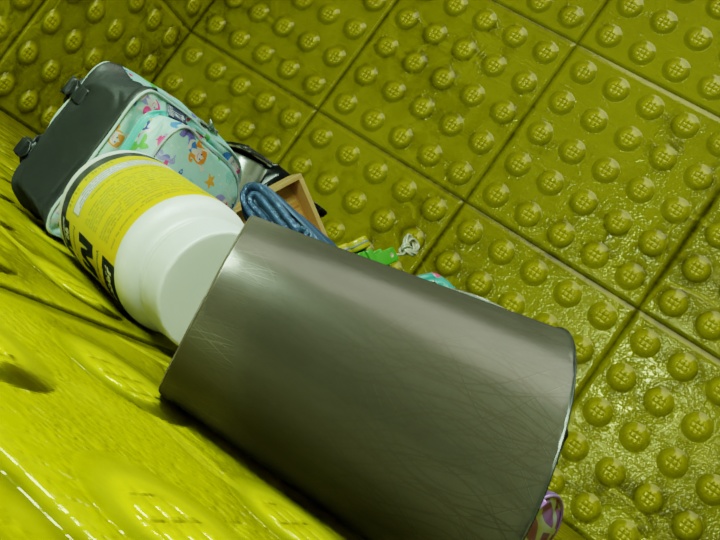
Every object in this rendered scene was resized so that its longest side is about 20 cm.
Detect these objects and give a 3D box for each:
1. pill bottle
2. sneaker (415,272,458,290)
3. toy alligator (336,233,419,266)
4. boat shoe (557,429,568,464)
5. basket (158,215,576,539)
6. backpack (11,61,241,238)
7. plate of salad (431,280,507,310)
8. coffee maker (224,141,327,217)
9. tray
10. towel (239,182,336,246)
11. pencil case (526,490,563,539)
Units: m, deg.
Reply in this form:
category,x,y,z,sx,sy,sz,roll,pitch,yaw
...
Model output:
category,x,y,z,sx,sy,sz,roll,pitch,yaw
pill bottle,-0.157,-0.018,0.731,0.114,0.114,0.200,39,-5,-40
sneaker,0.027,0.067,1.007,0.121,0.200,0.084,55,-6,4
toy alligator,0.000,0.000,0.953,0.200,0.054,0.059,-24,87,-60
boat shoe,0.096,0.111,0.810,0.200,0.060,0.074,35,-13,-3
basket,0.000,0.063,0.524,0.200,0.181,0.136,29,-36,-6
backpack,-0.211,-0.085,0.906,0.150,0.178,0.200,36,-1,26
plate of salad,0.106,0.077,0.857,0.200,0.048,0.200,23,-33,16
coffee maker,-0.164,-0.048,1.269,0.192,0.200,0.135,28,-13,-11
tray,-0.143,-0.041,1.196,0.037,0.200,0.099,-1,-64,56
towel,-0.061,-0.023,1.002,0.112,0.049,0.200,47,3,26
pencil case,0.104,0.199,0.893,0.200,0.084,0.086,31,-42,41
